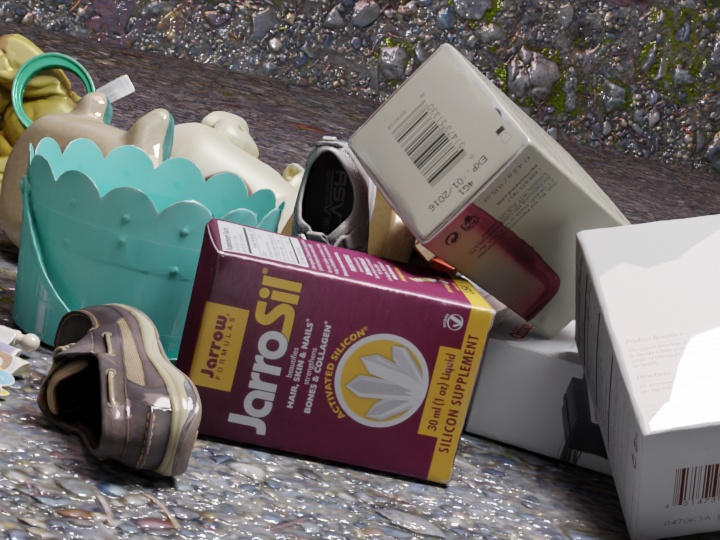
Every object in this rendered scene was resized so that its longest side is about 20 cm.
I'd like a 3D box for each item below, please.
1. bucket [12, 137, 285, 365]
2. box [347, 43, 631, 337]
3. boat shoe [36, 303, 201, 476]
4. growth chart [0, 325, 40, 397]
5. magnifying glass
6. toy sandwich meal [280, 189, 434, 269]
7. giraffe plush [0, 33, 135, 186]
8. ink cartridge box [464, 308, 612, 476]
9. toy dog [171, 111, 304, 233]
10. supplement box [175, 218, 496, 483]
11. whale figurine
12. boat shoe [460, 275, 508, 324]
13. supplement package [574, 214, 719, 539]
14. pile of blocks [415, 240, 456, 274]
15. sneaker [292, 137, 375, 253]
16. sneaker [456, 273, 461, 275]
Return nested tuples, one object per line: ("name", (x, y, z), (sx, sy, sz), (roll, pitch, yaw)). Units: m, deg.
("bucket", (-0.168, -0.011, 1.335), (0.205, 0.136, 0.207), (13, 11, -3))
("box", (0.105, -0.056, 1.305), (0.200, 0.109, 0.128), (34, 16, -49))
("boat shoe", (-0.167, 0.067, 1.118), (0.073, 0.075, 0.200), (8, 12, -30))
("growth chart", (-0.294, 0.054, 1.167), (0.144, 0.018, 0.200), (17, 12, 7))
("magnifying glass", (-0.268, -0.112, 1.631), (0.079, 0.201, 0.022), (-20, -12, -9))
("toy sandwich meal", (0.000, 0.000, 1.427), (0.070, 0.206, 0.205), (30, 1, -32))
("giraffe plush", (-0.321, -0.134, 1.732), (0.198, 0.174, 0.162), (-11, -8, -10))
("ink cartridge box", (0.197, 0.103, 1.379), (0.198, 0.084, 0.145), (17, 13, 12))
("toy dog", (-0.095, -0.055, 1.604), (0.199, 0.140, 0.194), (36, -9, 20))
("supplement box", (-0.022, 0.055, 1.214), (0.198, 0.132, 0.103), (12, 11, -11))
("whale figurine", (-0.223, -0.076, 1.509), (0.199, 0.160, 0.103), (-16, -28, 37))
("boat shoe", (0.089, 0.033, 1.467), (0.199, 0.072, 0.068), (-34, 50, -31))
("supplement package", (0.225, 0.072, 1.218), (0.116, 0.118, 0.201), (-7, 44, -2))
("pile of blocks", (0.014, 0.022, 1.515), (0.198, 0.082, 0.062), (-20, 53, 0))
("sneaker", (-0.030, -0.004, 1.307), (0.074, 0.202, 0.082), (-4, -13, 12))
("sneaker", (0.152, 0.033, 1.566), (0.198, 0.075, 0.082), (11, 26, 15))
